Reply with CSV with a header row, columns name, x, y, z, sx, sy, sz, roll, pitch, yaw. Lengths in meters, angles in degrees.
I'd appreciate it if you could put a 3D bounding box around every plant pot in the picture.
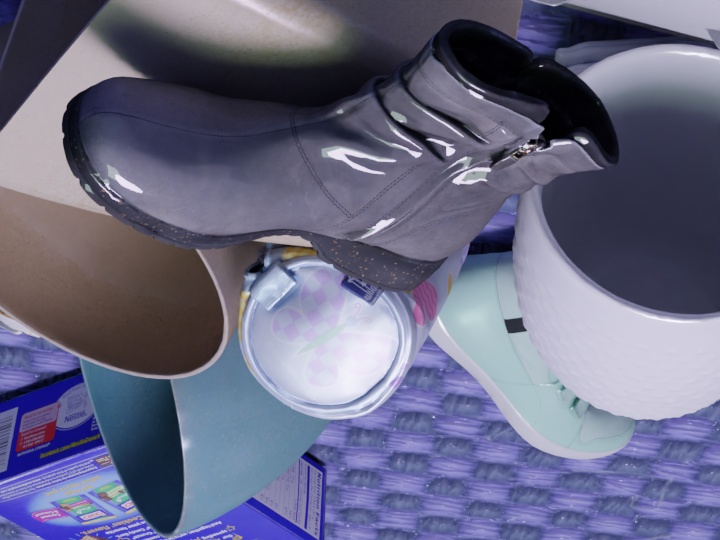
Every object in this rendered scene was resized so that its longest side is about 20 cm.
name,x,y,z,sx,sy,sz,roll,pitch,yaw
plant pot,-0.079,0.040,1.303,0.134,0.201,0.200,-15,154,-21
plant pot,-0.035,-0.123,0.979,0.176,0.201,0.200,27,143,-19
plant pot,-0.121,-0.062,1.129,0.199,0.135,0.201,23,148,15

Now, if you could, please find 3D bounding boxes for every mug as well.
name,x,y,z,sx,sy,sz,roll,pitch,yaw
mug,0.167,-0.019,1.111,0.148,0.200,0.176,46,162,19

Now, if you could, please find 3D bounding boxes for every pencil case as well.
name,x,y,z,sx,sy,sz,roll,pitch,yaw
pencil case,0.000,0.000,1.110,0.090,0.200,0.083,32,113,1

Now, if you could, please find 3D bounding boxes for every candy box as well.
name,x,y,z,sx,sy,sz,roll,pitch,yaw
candy box,-0.147,0.149,1.564,0.168,0.077,0.200,-19,139,33

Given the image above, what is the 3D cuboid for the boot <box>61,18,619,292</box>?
name,x,y,z,sx,sy,sz,roll,pitch,yaw
boot,-0.005,-0.059,0.863,0.199,0.070,0.131,10,148,-39

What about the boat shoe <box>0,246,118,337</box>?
name,x,y,z,sx,sy,sz,roll,pitch,yaw
boat shoe,-0.185,0.005,1.284,0.200,0.071,0.069,24,160,52

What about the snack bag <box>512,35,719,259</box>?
name,x,y,z,sx,sy,sz,roll,pitch,yaw
snack bag,0.185,-0.066,1.178,0.198,0.022,0.189,-6,149,-8

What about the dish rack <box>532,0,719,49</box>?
name,x,y,z,sx,sy,sz,roll,pitch,yaw
dish rack,0.133,-0.171,1.001,0.171,0.044,0.200,17,149,15

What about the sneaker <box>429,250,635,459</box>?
name,x,y,z,sx,sy,sz,roll,pitch,yaw
sneaker,0.137,0.053,1.359,0.118,0.074,0.200,-14,141,39
